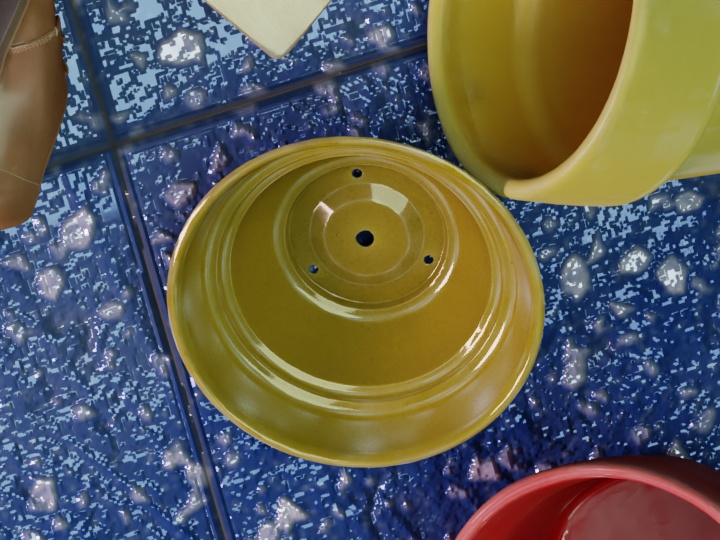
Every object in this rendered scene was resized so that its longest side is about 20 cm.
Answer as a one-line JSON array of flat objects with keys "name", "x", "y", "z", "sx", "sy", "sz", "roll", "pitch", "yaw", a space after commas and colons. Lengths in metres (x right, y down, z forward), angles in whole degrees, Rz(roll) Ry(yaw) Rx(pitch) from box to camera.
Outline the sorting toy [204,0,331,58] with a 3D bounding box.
[{"name": "sorting toy", "x": -0.059, "y": -0.251, "z": 1.526, "sx": 0.200, "sy": 0.070, "sz": 0.199, "roll": 39, "pitch": 94, "yaw": -20}]

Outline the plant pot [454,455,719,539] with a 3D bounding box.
[{"name": "plant pot", "x": 0.152, "y": 0.186, "z": 1.622, "sx": 0.199, "sy": 0.177, "sz": 0.202, "roll": 2, "pitch": 98, "yaw": 15}]

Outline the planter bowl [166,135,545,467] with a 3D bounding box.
[{"name": "planter bowl", "x": 0.000, "y": 0.000, "z": 1.591, "sx": 0.199, "sy": 0.084, "sz": 0.202, "roll": 2, "pitch": 119, "yaw": 4}]

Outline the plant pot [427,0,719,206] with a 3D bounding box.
[{"name": "plant pot", "x": 0.164, "y": -0.130, "z": 1.561, "sx": 0.188, "sy": 0.201, "sz": 0.202, "roll": 4, "pitch": 105, "yaw": -32}]

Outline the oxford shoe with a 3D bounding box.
[{"name": "oxford shoe", "x": -0.181, "y": -0.118, "z": 1.547, "sx": 0.071, "sy": 0.071, "sz": 0.201, "roll": 2, "pitch": 107, "yaw": -43}]
